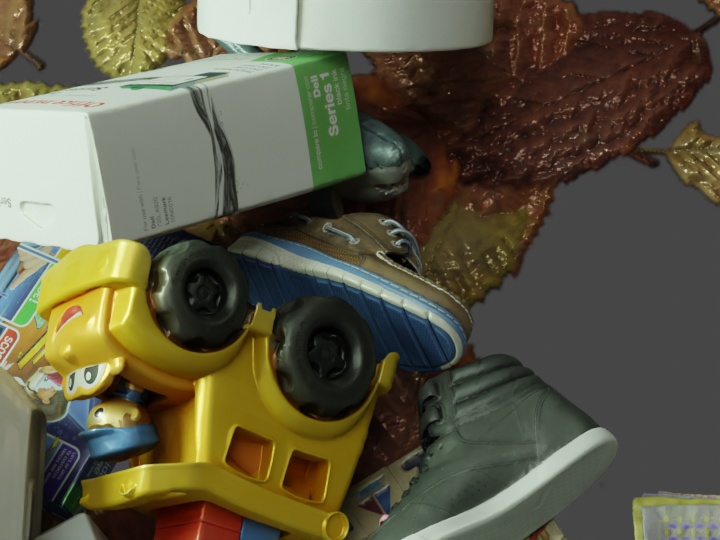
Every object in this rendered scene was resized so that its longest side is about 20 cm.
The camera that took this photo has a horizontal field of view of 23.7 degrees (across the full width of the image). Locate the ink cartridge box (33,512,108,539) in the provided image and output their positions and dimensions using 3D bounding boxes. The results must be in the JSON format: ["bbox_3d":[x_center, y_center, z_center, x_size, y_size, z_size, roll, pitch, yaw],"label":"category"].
[{"bbox_3d":[-0.120,0.241,0.955,0.039,0.100,0.201,-27,57,-5],"label":"ink cartridge box"}]

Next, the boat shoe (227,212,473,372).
[{"bbox_3d":[0.000,0.000,1.069,0.199,0.073,0.072,21,55,40],"label":"boat shoe"}]

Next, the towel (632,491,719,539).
[{"bbox_3d":[0.251,0.191,0.959,0.198,0.023,0.145,0,59,11],"label":"towel"}]

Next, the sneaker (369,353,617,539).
[{"bbox_3d":[0.044,0.124,1.006,0.199,0.071,0.099,-31,57,-16],"label":"sneaker"}]

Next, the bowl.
[{"bbox_3d":[-0.221,0.142,0.967,0.074,0.200,0.202,4,80,-6],"label":"bowl"}]

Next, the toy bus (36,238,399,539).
[{"bbox_3d":[-0.097,0.099,0.978,0.135,0.199,0.194,-17,53,53],"label":"toy bus"}]

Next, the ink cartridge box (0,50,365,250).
[{"bbox_3d":[-0.120,-0.079,1.071,0.199,0.085,0.145,-18,16,-39],"label":"ink cartridge box"}]

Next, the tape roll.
[{"bbox_3d":[-0.010,-0.190,1.133,0.200,0.202,0.072,7,105,14],"label":"tape roll"}]

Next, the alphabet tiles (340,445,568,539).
[{"bbox_3d":[0.051,0.200,1.001,0.165,0.006,0.201,-31,59,-8],"label":"alphabet tiles"}]

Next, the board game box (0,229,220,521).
[{"bbox_3d":[-0.189,0.049,1.118,0.134,0.035,0.201,22,67,22],"label":"board game box"}]

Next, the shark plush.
[{"bbox_3d":[-0.026,-0.115,1.156,0.090,0.084,0.201,-29,59,-7],"label":"shark plush"}]
